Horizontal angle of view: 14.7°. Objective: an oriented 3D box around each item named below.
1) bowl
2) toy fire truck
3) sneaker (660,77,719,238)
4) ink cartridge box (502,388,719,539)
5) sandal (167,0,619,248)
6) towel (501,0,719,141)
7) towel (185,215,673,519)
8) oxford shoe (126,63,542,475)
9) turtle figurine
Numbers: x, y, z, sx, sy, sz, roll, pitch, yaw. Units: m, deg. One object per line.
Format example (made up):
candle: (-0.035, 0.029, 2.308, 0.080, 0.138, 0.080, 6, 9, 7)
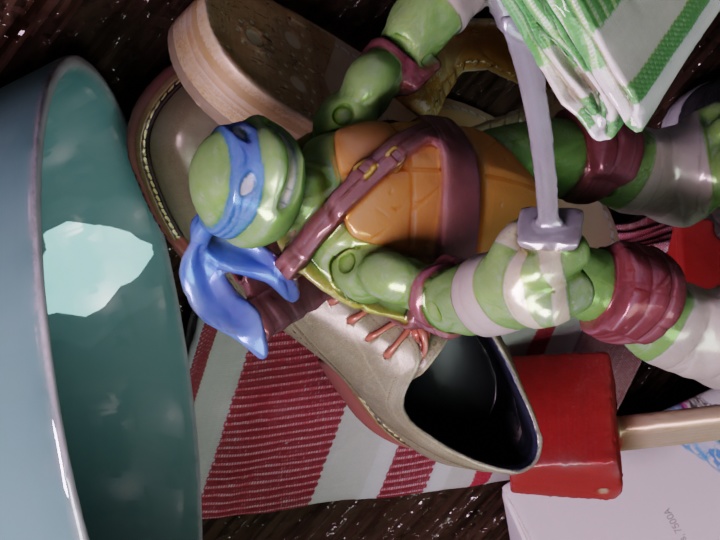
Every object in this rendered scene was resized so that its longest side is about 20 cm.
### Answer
bowl: (-0.122, 0.040, 0.878, 0.105, 0.201, 0.201, -10, 142, 7)
toy fire truck: (0.155, 0.033, 1.019, 0.200, 0.049, 0.141, 0, 150, -1)
sneaker: (0.217, -0.042, 1.005, 0.200, 0.076, 0.114, 11, 154, -15)
ink cartridge box: (0.179, 0.132, 1.156, 0.200, 0.145, 0.147, -25, 153, -5)
sandal: (0.038, -0.055, 0.932, 0.212, 0.078, 0.070, 22, 131, -39)
towel: (0.042, -0.150, 0.721, 0.023, 0.153, 0.200, -20, 112, 40)
towel: (0.019, 0.039, 1.074, 0.200, 0.023, 0.144, -5, 138, -23)
oxford shoe: (0.000, 0.000, 0.950, 0.070, 0.075, 0.200, -52, 127, -7)
turtle figurine: (0.060, -0.041, 0.839, 0.194, 0.144, 0.200, 13, 108, -36)
